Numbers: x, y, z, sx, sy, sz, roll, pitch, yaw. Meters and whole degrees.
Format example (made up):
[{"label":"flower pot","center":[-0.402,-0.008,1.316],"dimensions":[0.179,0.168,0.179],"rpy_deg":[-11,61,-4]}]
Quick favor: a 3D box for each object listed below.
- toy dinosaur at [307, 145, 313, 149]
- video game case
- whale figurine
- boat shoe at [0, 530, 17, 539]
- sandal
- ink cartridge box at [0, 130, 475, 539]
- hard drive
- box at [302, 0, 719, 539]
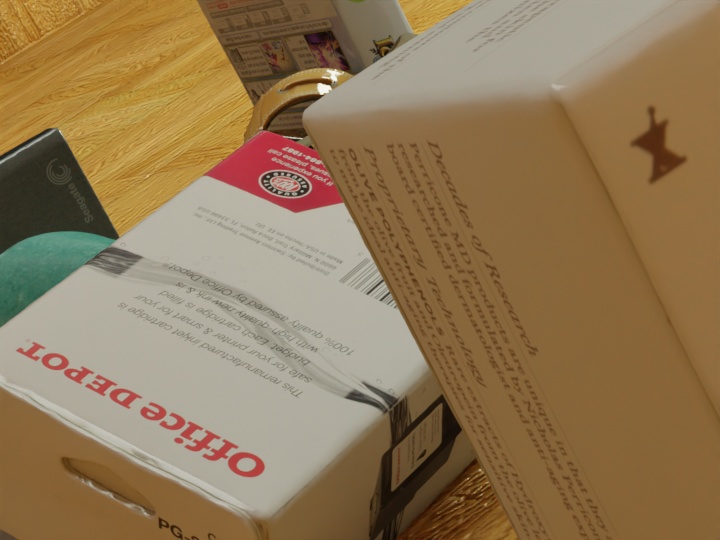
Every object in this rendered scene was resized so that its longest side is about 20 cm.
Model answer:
[{"label":"toy dinosaur","center":[0.000,0.000,1.232],"dimensions":[0.200,0.102,0.136],"rpy_deg":[-55,-4,6]},{"label":"video game case","center":[-0.032,-0.152,1.596],"dimensions":[0.045,0.182,0.200],"rpy_deg":[-32,14,-22]},{"label":"whale figurine","center":[-0.143,0.020,1.295],"dimensions":[0.159,0.104,0.200],"rpy_deg":[-38,2,-34]},{"label":"boat shoe","center":[-0.097,0.084,1.110],"dimensions":[0.200,0.072,0.066],"rpy_deg":[-27,-6,37]},{"label":"sandal","center":[-0.025,-0.077,1.278],"dimensions":[0.080,0.054,0.200],"rpy_deg":[-49,0,40]},{"label":"ink cartridge box","center":[-0.039,0.044,0.969],"dimensions":[0.145,0.084,0.200],"rpy_deg":[25,43,25]},{"label":"hard drive","center":[-0.222,0.028,1.397],"dimensions":[0.200,0.140,0.033],"rpy_deg":[-33,14,-17]},{"label":"box","center":[0.132,-0.013,0.736],"dimensions":[0.199,0.201,0.171],"rpy_deg":[-33,12,-21]}]
